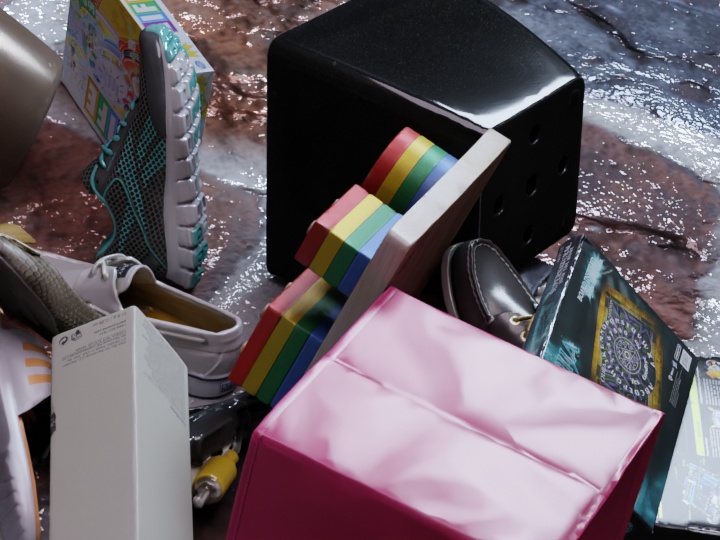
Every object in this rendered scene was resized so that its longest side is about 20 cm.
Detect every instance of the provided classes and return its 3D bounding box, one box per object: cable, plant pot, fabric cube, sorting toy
[{"bbox_3d":[-0.098,0.115,1.742,0.097,0.050,0.200,14,21,28],"label":"cable"},{"bbox_3d":[-0.329,-0.147,1.913,0.174,0.200,0.200,25,34,-14],"label":"plant pot"},{"bbox_3d":[0.045,0.167,1.564,0.199,0.196,0.200,26,37,15],"label":"fabric cube"},{"bbox_3d":[0.059,-0.092,1.884,0.177,0.200,0.199,21,35,32],"label":"plant pot"},{"bbox_3d":[0.000,0.000,1.727,0.070,0.200,0.199,34,33,7],"label":"sorting toy"}]

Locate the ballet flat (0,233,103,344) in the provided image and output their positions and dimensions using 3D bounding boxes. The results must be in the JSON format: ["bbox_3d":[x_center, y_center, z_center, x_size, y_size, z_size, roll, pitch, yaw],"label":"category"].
[{"bbox_3d":[-0.196,0.029,1.698,0.067,0.200,0.046,15,65,46],"label":"ballet flat"}]

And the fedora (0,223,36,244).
[{"bbox_3d":[-0.320,0.016,1.729,0.200,0.082,0.201,-7,3,0],"label":"fedora"}]

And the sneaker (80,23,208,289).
[{"bbox_3d":[-0.164,-0.083,1.853,0.091,0.200,0.078,0,12,5],"label":"sneaker"}]

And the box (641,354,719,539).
[{"bbox_3d":[0.274,0.141,1.793,0.193,0.048,0.200,6,37,-4],"label":"box"}]

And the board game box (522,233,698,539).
[{"bbox_3d":[0.168,0.079,1.726,0.135,0.028,0.200,47,35,-15],"label":"board game box"}]

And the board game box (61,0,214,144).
[{"bbox_3d":[-0.181,-0.155,1.984,0.034,0.135,0.200,-10,41,-27],"label":"board game box"}]

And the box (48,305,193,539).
[{"bbox_3d":[-0.154,0.128,1.613,0.068,0.082,0.200,-20,44,16],"label":"box"}]

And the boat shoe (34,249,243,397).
[{"bbox_3d":[-0.172,0.020,1.804,0.200,0.070,0.071,26,38,18],"label":"boat shoe"}]

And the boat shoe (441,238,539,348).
[{"bbox_3d":[0.122,0.062,1.761,0.072,0.061,0.201,-16,76,-42],"label":"boat shoe"}]

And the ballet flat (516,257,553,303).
[{"bbox_3d":[0.117,0.051,1.850,0.073,0.073,0.200,16,34,5],"label":"ballet flat"}]

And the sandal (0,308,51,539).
[{"bbox_3d":[-0.219,0.112,1.670,0.059,0.079,0.207,-1,46,-20],"label":"sandal"}]
